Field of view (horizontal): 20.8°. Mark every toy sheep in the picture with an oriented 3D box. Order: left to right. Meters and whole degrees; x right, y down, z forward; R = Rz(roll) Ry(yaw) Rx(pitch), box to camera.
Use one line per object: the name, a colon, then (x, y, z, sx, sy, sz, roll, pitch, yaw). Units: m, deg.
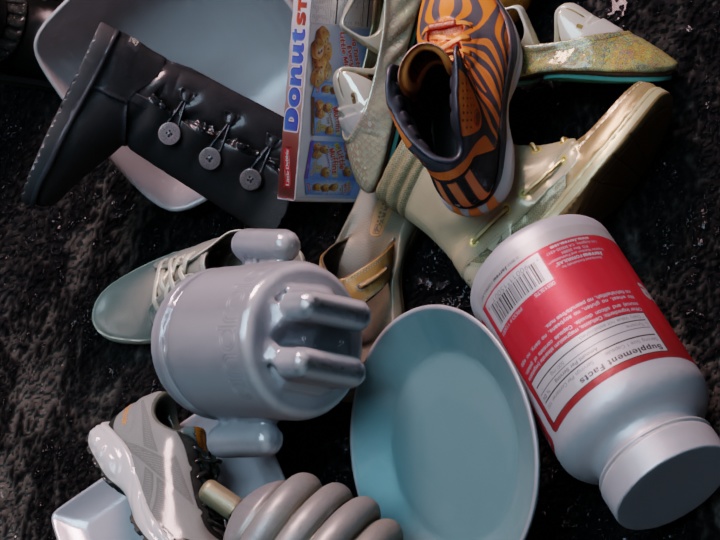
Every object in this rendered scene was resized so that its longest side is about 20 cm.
toy sheep: (-0.033, 0.208, 1.353, 0.199, 0.138, 0.138, 37, 90, 10)

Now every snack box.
snack box: (-0.023, -0.153, 1.507, 0.024, 0.072, 0.202, 12, 100, 47)

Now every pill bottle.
pill bottle: (0.162, 0.068, 1.314, 0.112, 0.112, 0.201, -37, 54, 12)

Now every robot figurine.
robot figurine: (-0.077, 0.052, 1.431, 0.199, 0.112, 0.171, -6, 72, 51)

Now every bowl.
bowl: (-0.136, -0.173, 1.586, 0.199, 0.200, 0.075, -36, 12, 16)

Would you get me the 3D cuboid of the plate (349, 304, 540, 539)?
plate: (0.062, 0.124, 1.365, 0.199, 0.025, 0.202, 2, 92, 52)

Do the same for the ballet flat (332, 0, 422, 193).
ballet flat: (0.008, -0.160, 1.487, 0.067, 0.062, 0.202, 174, 109, -76)

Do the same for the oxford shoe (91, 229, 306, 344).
oxford shoe: (-0.137, 0.010, 1.561, 0.199, 0.058, 0.076, -13, 65, 28)

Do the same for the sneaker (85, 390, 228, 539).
sneaker: (-0.131, 0.165, 1.450, 0.079, 0.074, 0.200, -41, 53, 2)

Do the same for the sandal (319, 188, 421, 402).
sandal: (0.000, 0.000, 1.481, 0.080, 0.054, 0.202, 5, 71, 33)

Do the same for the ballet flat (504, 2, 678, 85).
ballet flat: (0.134, -0.165, 1.451, 0.198, 0.071, 0.071, -2, 67, 24)

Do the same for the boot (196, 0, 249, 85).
boot: (-0.101, -0.228, 1.636, 0.200, 0.075, 0.074, -51, 54, 3)

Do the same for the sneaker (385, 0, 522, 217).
sneaker: (0.064, -0.147, 1.375, 0.077, 0.112, 0.202, -16, 59, 17)

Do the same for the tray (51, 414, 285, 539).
tray: (-0.145, 0.182, 1.508, 0.199, 0.022, 0.108, -35, 56, 14)

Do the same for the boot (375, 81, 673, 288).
boot: (0.117, -0.087, 1.429, 0.155, 0.073, 0.200, 44, 100, 28)

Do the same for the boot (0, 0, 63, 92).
boot: (-0.299, -0.217, 1.700, 0.210, 0.158, 0.080, 0, 68, 31)

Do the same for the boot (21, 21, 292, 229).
boot: (-0.150, -0.082, 1.553, 0.166, 0.199, 0.066, -60, 11, 21)

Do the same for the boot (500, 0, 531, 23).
boot: (0.059, -0.259, 1.549, 0.201, 0.071, 0.145, 35, 97, 25)
